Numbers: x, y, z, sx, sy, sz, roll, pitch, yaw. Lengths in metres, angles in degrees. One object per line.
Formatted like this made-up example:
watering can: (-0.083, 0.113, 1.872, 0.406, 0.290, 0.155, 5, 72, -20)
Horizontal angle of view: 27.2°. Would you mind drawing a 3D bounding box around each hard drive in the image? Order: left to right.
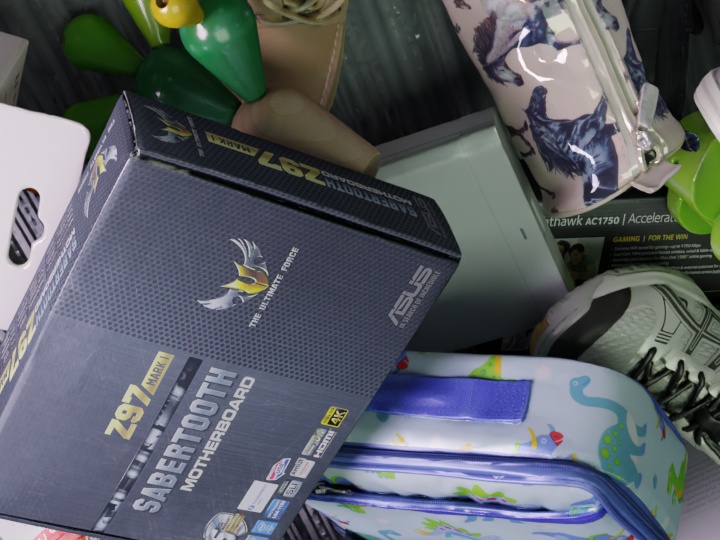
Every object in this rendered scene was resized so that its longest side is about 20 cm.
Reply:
hard drive: (0.000, 0.000, 0.781, 0.198, 0.026, 0.132, -18, 128, 16)

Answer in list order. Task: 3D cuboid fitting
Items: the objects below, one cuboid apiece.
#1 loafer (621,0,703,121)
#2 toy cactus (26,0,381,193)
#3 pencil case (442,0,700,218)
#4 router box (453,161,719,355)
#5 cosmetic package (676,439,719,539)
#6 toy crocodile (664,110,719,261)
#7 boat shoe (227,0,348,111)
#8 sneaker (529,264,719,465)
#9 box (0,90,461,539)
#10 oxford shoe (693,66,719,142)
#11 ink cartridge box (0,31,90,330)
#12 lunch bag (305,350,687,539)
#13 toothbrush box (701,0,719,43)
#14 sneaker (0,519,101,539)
loafer: (0.139, -0.134, 0.754, 0.070, 0.068, 0.202, -19, 127, -28)
toy cactus: (-0.072, -0.075, 0.675, 0.164, 0.102, 0.201, 27, 132, 11)
pencil case: (0.083, -0.126, 0.686, 0.078, 0.089, 0.201, -35, 106, -28)
router box: (0.160, 0.011, 0.861, 0.198, 0.051, 0.150, -2, 122, -17)
cosmetic package: (0.264, 0.216, 0.940, 0.122, 0.201, 0.200, -24, 126, -1)
toy crocodile: (0.230, -0.021, 0.793, 0.199, 0.068, 0.062, 27, 106, -27)
boat shoe: (-0.038, -0.143, 0.686, 0.071, 0.065, 0.202, -11, 125, -11)
sneaker: (0.181, 0.057, 0.792, 0.199, 0.088, 0.076, 11, 128, -34)
box: (-0.071, 0.036, 0.655, 0.157, 0.051, 0.201, 18, 119, -27)
oxford shoe: (0.218, -0.091, 0.739, 0.058, 0.200, 0.075, -39, 84, 26)
ink cartridge box: (-0.218, -0.055, 0.652, 0.198, 0.068, 0.118, 16, 119, -6)
lunch bag: (0.058, 0.098, 0.767, 0.198, 0.083, 0.161, 1, 154, 28)
toothbrush box: (0.266, -0.184, 0.697, 0.198, 0.146, 0.087, -21, 94, -4)
sneaker: (-0.138, 0.183, 0.844, 0.067, 0.108, 0.201, -37, 126, 9)
